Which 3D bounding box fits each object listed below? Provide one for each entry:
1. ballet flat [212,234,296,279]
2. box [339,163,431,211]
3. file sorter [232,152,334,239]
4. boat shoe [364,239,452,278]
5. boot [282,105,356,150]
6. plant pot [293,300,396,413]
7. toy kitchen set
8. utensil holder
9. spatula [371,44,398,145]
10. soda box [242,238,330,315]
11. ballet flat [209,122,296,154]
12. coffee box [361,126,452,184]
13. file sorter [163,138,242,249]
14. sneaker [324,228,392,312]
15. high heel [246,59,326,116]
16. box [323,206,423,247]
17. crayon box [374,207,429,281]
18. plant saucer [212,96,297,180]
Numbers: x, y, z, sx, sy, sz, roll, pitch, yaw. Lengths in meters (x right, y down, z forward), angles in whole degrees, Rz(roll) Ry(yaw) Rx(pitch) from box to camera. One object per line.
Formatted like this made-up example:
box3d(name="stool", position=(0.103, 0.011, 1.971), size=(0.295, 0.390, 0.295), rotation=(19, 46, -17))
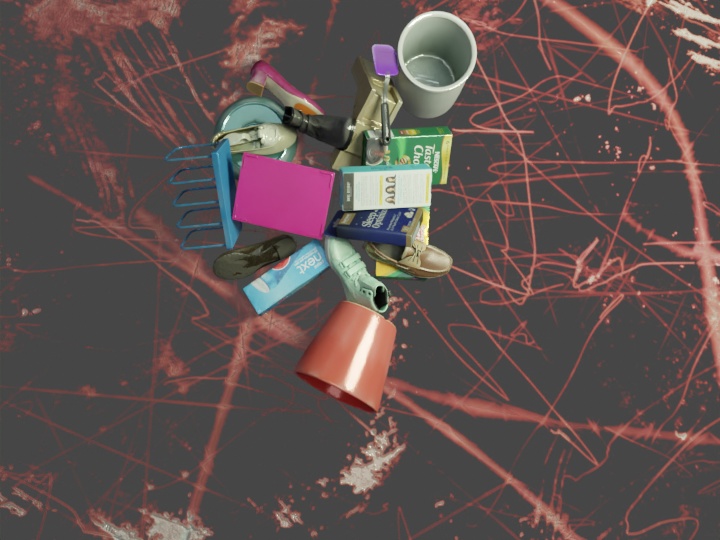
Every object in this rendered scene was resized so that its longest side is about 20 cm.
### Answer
box3d(name="ballet flat", position=(-0.235, -0.034, 1.677), size=(0.195, 0.047, 0.069), rotation=(-21, 115, 2))
box3d(name="box", position=(0.053, -0.179, 1.608), size=(0.194, 0.049, 0.085), rotation=(-3, 112, -11))
box3d(name="file sorter", position=(-0.163, -0.166, 1.638), size=(0.194, 0.126, 0.143), rotation=(12, 99, -3))
box3d(name="boat shoe", position=(0.103, -0.033, 1.610), size=(0.194, 0.072, 0.078), rotation=(13, 84, 0))
box3d(name="boot", position=(-0.096, -0.312, 1.620), size=(0.129, 0.199, 0.072), rotation=(18, 88, -25))
box3d(name="plant pot", position=(-0.019, 0.177, 1.594), size=(0.196, 0.201, 0.181), rotation=(25, 74, 1))
box3d(name="toy kitchen set", position=(0.034, -0.331, 1.708), size=(0.160, 0.182, 0.202), rotation=(17, 122, -25))
box3d(name="utensil holder", position=(0.156, -0.441, 1.652), size=(0.165, 0.200, 0.175), rotation=(0, 83, -2))
box3d(name="spatula", position=(0.053, -0.363, 1.565), size=(0.055, 0.020, 0.206), rotation=(-6, 101, -23))
box3d(name="soda box", position=(-0.159, 0.015, 1.660), size=(0.198, 0.064, 0.069), rotation=(-35, 86, -6))
box3d(name="ballet flat", position=(-0.238, -0.291, 1.665), size=(0.194, 0.069, 0.072), rotation=(-10, 84, -3))
box3d(name="coffee box", position=(0.100, -0.246, 1.644), size=(0.194, 0.044, 0.126), rotation=(-4, 124, -13))
box3d(name="file sorter", position=(-0.333, -0.160, 1.604), size=(0.119, 0.139, 0.206), rotation=(-5, 111, 3))
box3d(name="sneaker", position=(0.000, 0.000, 1.612), size=(0.073, 0.117, 0.204), rotation=(-34, 110, -33))
box3d(name="high heel", position=(-0.161, -0.411, 1.721), size=(0.195, 0.068, 0.098), rotation=(21, 52, -6))
box3d(name="box", position=(0.027, -0.102, 1.598), size=(0.194, 0.122, 0.033), rotation=(7, 123, 15))
box3d(name="crayon box", position=(0.092, -0.081, 1.681), size=(0.115, 0.058, 0.206), rotation=(2, 84, -1))
box3d(name="plant saucer", position=(-0.240, -0.300, 1.712), size=(0.194, 0.027, 0.207), rotation=(0, 84, -2))
